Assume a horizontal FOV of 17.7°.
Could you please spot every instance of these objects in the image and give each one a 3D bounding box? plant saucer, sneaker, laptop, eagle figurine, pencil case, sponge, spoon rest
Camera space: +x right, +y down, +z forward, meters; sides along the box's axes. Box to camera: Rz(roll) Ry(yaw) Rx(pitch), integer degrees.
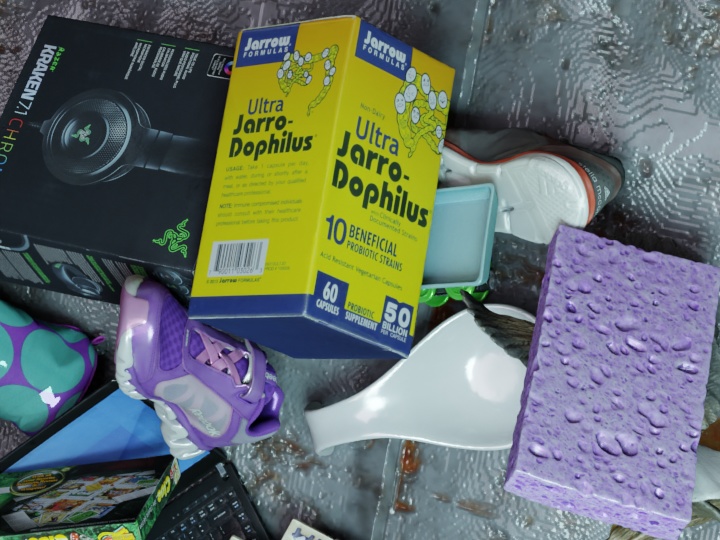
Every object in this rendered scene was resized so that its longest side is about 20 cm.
[{"bbox_3d":[0.010,-0.016,1.558,0.199,0.019,0.070,-4,70,39],"label":"plant saucer"},{"bbox_3d":[-0.104,0.064,1.552,0.088,0.200,0.081,1,63,16],"label":"sneaker"},{"bbox_3d":[-0.168,0.206,1.665,0.177,0.103,0.201,-35,72,21],"label":"laptop"},{"bbox_3d":[0.164,0.080,1.495,0.150,0.152,0.201,-18,88,20],"label":"eagle figurine"},{"bbox_3d":[-0.288,0.035,1.666,0.200,0.085,0.093,37,65,-20],"label":"pencil case"},{"bbox_3d":[0.158,0.065,1.426,0.111,0.201,0.030,17,142,-3],"label":"sponge"},{"bbox_3d":[0.094,-0.062,1.563,0.200,0.082,0.077,16,121,41],"label":"sneaker"},{"bbox_3d":[0.047,0.088,1.593,0.199,0.061,0.100,-19,87,23],"label":"spoon rest"}]

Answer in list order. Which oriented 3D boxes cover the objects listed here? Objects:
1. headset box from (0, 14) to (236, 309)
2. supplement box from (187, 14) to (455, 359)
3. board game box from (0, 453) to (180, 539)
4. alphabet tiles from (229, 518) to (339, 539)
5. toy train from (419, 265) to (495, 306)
[{"bbox_3d":[-0.148,-0.068,1.603,0.199,0.093,0.175,13,67,21],"label":"headset box"},{"bbox_3d":[-0.024,-0.052,1.514,0.109,0.109,0.201,-2,73,41],"label":"supplement box"},{"bbox_3d":[-0.232,0.169,1.606,0.199,0.105,0.024,-8,113,16],"label":"board game box"},{"bbox_3d":[-0.048,0.282,1.650,0.166,0.006,0.201,28,105,-1],"label":"alphabet tiles"},{"bbox_3d":[0.000,0.000,1.617,0.199,0.042,0.057,-5,82,23],"label":"toy train"}]
